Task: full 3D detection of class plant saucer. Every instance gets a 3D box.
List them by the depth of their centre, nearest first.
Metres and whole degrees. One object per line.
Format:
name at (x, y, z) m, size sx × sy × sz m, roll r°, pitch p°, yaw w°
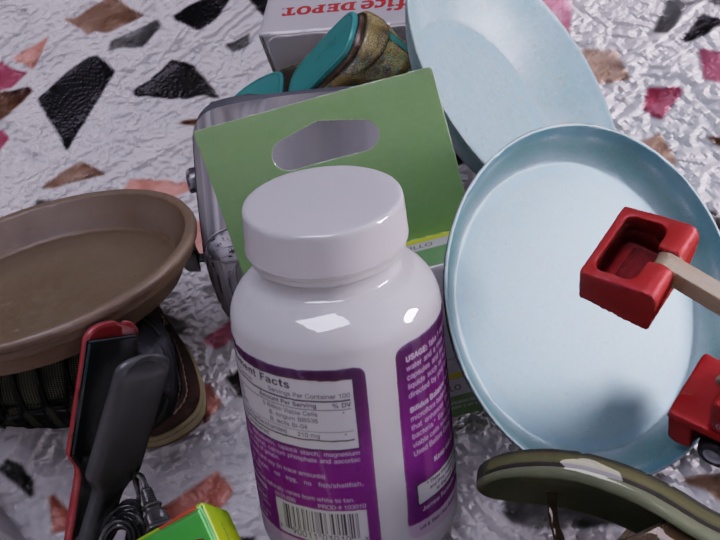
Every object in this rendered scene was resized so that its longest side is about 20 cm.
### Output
plant saucer at (0.127, 0.018, 0.831) m, size 0.200 × 0.200 × 0.027 m, roll -54°, pitch 16°, yaw -25°
plant saucer at (-0.190, 0.008, 0.883) m, size 0.199 × 0.030 × 0.200 m, roll -12°, pitch 25°, yaw 6°
plant saucer at (0.088, -0.112, 0.944) m, size 0.039 × 0.201 × 0.202 m, roll -33°, pitch 39°, yaw 36°

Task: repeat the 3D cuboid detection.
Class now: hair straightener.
hair straightener at (-0.139, 0.132, 0.815) m, size 0.041 × 0.201 × 0.077 m, roll -1°, pitch 27°, yaw -43°

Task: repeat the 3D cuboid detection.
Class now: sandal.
sandal at (0.146, 0.141, 0.739) m, size 0.200 × 0.080 × 0.058 m, roll 22°, pitch 74°, yaw 20°

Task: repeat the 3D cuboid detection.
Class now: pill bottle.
pill bottle at (-0.009, 0.051, 0.789) m, size 0.112 × 0.201 × 0.112 m, roll -5°, pitch 28°, yaw 2°

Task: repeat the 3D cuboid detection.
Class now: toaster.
toaster at (-0.014, -0.038, 0.943) m, size 0.199 × 0.114 × 0.130 m, roll -4°, pitch 54°, yaw 3°

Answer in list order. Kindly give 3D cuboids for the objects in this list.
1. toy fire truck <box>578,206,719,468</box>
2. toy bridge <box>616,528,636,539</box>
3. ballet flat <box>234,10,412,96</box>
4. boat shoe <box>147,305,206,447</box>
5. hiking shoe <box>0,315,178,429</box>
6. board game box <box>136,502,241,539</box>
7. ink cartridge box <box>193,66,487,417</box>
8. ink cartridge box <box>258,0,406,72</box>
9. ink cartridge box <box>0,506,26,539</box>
toy fire truck at (0.211, 0.057, 0.763) m, size 0.199 × 0.141 × 0.049 m, roll 26°, pitch 63°, yaw 25°
toy bridge at (0.099, 0.222, 0.752) m, size 0.200 × 0.027 × 0.067 m, roll -43°, pitch 54°, yaw -19°
ballet flat at (-0.032, -0.112, 1.019) m, size 0.200 × 0.071 × 0.071 m, roll -28°, pitch 34°, yaw 49°
boat shoe at (-0.163, 0.029, 0.961) m, size 0.072 × 0.072 × 0.200 m, roll -28°, pitch 50°, yaw -6°
hiking shoe at (-0.191, 0.070, 0.886) m, size 0.100 × 0.076 × 0.199 m, roll -12°, pitch 2°, yaw -45°
board game box at (-0.074, 0.229, 0.733) m, size 0.101 × 0.048 × 0.201 m, roll -29°, pitch 71°, yaw 3°
ink cartridge box at (0.000, 0.000, 0.851) m, size 0.145 × 0.201 × 0.048 m, roll -14°, pitch 29°, yaw 6°
ink cartridge box at (0.020, -0.217, 1.094) m, size 0.144 × 0.084 × 0.201 m, roll -2°, pitch 52°, yaw 16°
ink cartridge box at (-0.293, 0.148, 0.903) m, size 0.116 × 0.068 × 0.200 m, roll -42°, pitch 52°, yaw -10°
